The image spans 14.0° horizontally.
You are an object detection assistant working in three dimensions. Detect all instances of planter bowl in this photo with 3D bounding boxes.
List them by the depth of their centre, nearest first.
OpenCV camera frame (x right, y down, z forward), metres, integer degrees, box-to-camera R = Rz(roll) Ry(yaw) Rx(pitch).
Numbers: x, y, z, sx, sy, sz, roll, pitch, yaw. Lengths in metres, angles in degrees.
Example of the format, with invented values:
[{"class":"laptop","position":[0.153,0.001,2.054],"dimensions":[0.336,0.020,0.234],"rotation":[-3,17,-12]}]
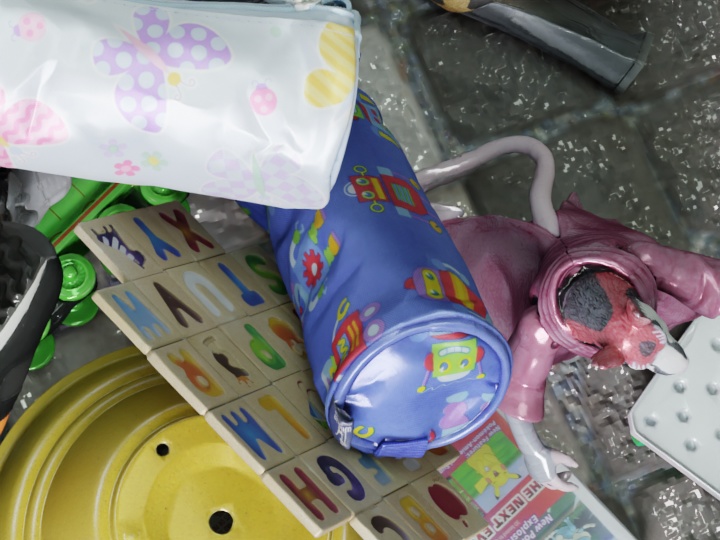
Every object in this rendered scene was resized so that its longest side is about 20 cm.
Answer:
[{"class":"planter bowl","position":[-0.063,0.113,1.227],"dimensions":[0.199,0.083,0.201],"rotation":[3,72,-9]}]

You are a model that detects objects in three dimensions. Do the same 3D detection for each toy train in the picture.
[{"class":"toy train","position":[-0.152,0.011,1.293],"dimensions":[0.056,0.042,0.200],"rotation":[38,70,15]}]

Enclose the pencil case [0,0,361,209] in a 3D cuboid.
[{"class":"pencil case","position":[-0.098,-0.080,1.200],"dimensions":[0.199,0.091,0.083],"rotation":[7,41,-7]}]

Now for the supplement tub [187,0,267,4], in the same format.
[{"class":"supplement tub","position":[-0.081,-0.176,1.263],"dimensions":[0.140,0.200,0.141],"rotation":[23,40,-21]}]

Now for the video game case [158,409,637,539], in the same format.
[{"class":"video game case","position":[-0.003,0.126,1.291],"dimensions":[0.200,0.023,0.182],"rotation":[-41,83,-20]}]

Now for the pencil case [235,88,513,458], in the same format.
[{"class":"pencil case","position":[0.000,0.000,1.258],"dimensions":[0.078,0.087,0.200],"rotation":[7,33,-25]}]

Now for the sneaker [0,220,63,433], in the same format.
[{"class":"sneaker","position":[-0.180,0.071,1.217],"dimensions":[0.070,0.090,0.200],"rotation":[38,92,38]}]

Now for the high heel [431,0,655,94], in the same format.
[{"class":"high heel","position":[0.101,-0.184,1.325],"dimensions":[0.142,0.200,0.071],"rotation":[28,35,-4]}]

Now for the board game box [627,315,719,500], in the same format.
[{"class":"board game box","position":[0.252,0.057,1.356],"dimensions":[0.200,0.026,0.200],"rotation":[36,71,3]}]

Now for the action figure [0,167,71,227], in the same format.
[{"class":"action figure","position":[-0.215,-0.034,1.257],"dimensions":[0.199,0.130,0.070],"rotation":[-9,99,-8]}]

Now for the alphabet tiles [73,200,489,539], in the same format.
[{"class":"alphabet tiles","position":[-0.031,0.046,1.228],"dimensions":[0.200,0.166,0.006],"rotation":[46,110,10]}]

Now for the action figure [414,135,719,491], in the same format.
[{"class":"action figure","position":[0.104,0.003,1.248],"dimensions":[0.134,0.200,0.149],"rotation":[-27,93,1]}]
